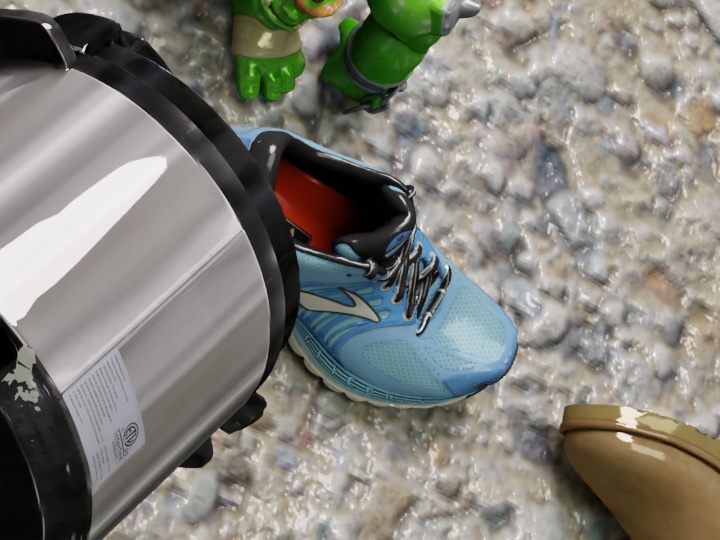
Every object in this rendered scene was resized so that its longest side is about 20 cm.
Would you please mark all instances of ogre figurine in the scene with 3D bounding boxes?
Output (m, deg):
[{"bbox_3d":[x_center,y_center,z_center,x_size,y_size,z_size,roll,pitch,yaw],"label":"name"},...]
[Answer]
[{"bbox_3d":[-0.034,-0.145,1.243,0.098,0.120,0.200,-45,110,-35],"label":"ogre figurine"}]

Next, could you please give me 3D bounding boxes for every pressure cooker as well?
[{"bbox_3d":[-0.121,0.010,1.102,0.179,0.176,0.200,40,51,7],"label":"pressure cooker"}]

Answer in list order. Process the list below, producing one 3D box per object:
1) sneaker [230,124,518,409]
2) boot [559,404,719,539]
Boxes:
[{"bbox_3d":[0.000,0.000,1.262,0.200,0.090,0.079,32,63,-32],"label":"sneaker"},{"bbox_3d":[0.144,0.183,1.364,0.175,0.066,0.201,30,65,-31],"label":"boot"}]
